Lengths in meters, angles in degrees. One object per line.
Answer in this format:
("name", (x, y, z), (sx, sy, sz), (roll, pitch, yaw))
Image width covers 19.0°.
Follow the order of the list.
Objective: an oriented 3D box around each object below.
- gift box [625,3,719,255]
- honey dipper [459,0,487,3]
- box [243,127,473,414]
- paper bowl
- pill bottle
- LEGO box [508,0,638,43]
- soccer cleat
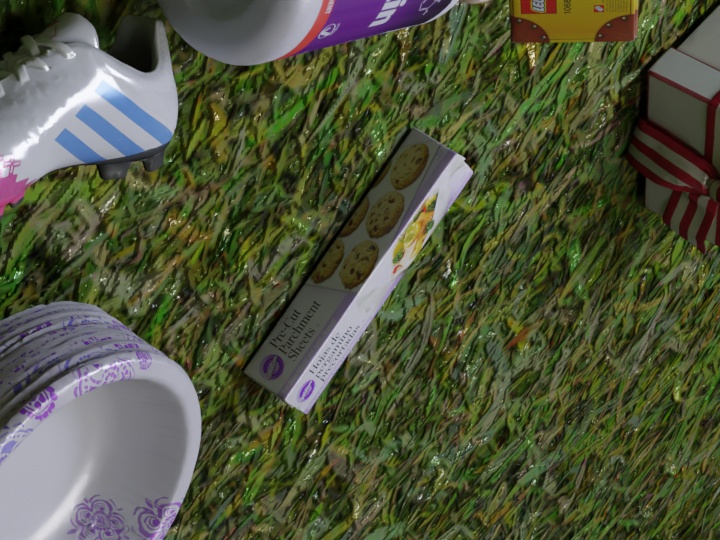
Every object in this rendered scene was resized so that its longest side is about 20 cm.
("gift box", (0.336, -0.097, 1.709), (0.187, 0.184, 0.200), (-44, 144, -28))
("honey dipper", (0.068, -0.247, 1.271), (0.038, 0.038, 0.200), (-39, 146, -31))
("box", (0.000, 0.000, 1.418), (0.200, 0.041, 0.039), (-54, 152, -3))
("paper bowl", (-0.189, 0.108, 1.156), (0.201, 0.104, 0.201), (-39, 148, -30))
("pill bottle", (-0.011, -0.177, 1.133), (0.200, 0.112, 0.113), (-21, 136, -49))
("LEGO box", (0.122, -0.252, 1.232), (0.200, 0.077, 0.149), (82, 9, -51))
("soccer cleat", (-0.167, -0.080, 1.049), (0.200, 0.070, 0.086), (-23, 122, -51))
